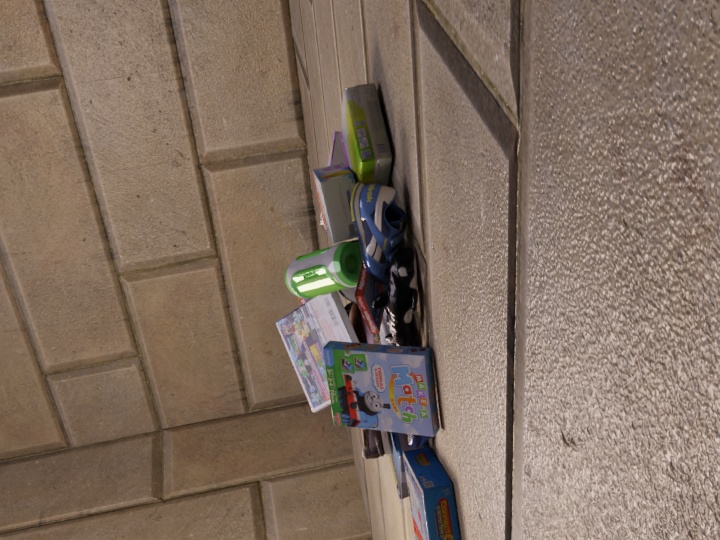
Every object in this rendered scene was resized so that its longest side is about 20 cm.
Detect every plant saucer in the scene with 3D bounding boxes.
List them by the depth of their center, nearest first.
[{"bbox_3d":[0.021,0.149,1.996,0.202,0.036,0.202,-90,-26,-50],"label":"plant saucer"}]

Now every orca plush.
[{"bbox_3d":[0.051,0.053,1.603,0.202,0.069,0.107,98,166,-46],"label":"orca plush"}]

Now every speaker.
[{"bbox_3d":[-0.063,0.001,1.741,0.199,0.087,0.090,-15,84,54],"label":"speaker"}]

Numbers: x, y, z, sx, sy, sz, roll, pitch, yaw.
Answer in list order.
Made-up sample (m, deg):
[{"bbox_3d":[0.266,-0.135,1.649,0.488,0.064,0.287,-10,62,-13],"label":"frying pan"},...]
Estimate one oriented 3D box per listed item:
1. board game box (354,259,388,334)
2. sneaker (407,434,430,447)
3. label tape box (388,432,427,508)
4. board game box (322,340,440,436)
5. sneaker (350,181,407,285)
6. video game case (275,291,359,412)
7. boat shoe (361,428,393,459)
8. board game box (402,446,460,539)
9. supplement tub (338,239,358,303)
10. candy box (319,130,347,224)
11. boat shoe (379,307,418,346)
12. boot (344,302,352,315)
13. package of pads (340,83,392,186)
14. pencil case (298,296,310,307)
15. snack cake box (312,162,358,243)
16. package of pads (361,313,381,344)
[{"bbox_3d":[0.029,0.002,1.673,0.104,0.019,0.203,65,-152,-43],"label":"board game box"},{"bbox_3d":[0.085,0.236,1.681,0.076,0.077,0.204,-110,12,-61],"label":"sneaker"},{"bbox_3d":[0.094,0.366,1.884,0.202,0.065,0.145,84,174,-47],"label":"label tape box"},{"bbox_3d":[0.036,0.204,1.615,0.037,0.196,0.154,-38,-56,-57],"label":"board game box"},{"bbox_3d":[0.042,-0.058,1.584,0.075,0.081,0.203,-71,-28,-48],"label":"sneaker"},{"bbox_3d":[-0.073,0.159,1.849,0.181,0.023,0.203,-32,78,40],"label":"video game case"},{"bbox_3d":[0.020,0.278,1.839,0.072,0.058,0.203,67,-170,-52],"label":"boat shoe"},{"bbox_3d":[0.132,0.449,1.679,0.200,0.055,0.200,-130,31,-79],"label":"board game box"},{"bbox_3d":[0.000,0.000,1.895,0.200,0.120,0.125,-131,32,-85],"label":"supplement tub"},{"bbox_3d":[-0.040,-0.192,2.017,0.200,0.070,0.172,134,144,-83],"label":"candy box"},{"bbox_3d":[0.061,0.073,1.726,0.068,0.071,0.203,-41,50,37],"label":"boat shoe"},{"bbox_3d":[-0.030,0.087,2.171,0.080,0.154,0.214,88,170,-55],"label":"boot"},{"bbox_3d":[0.010,-0.232,1.707,0.200,0.067,0.158,99,159,-71],"label":"package of pads"},{"bbox_3d":[-0.059,0.121,1.901,0.087,0.086,0.203,114,135,-80],"label":"pencil case"},{"bbox_3d":[-0.043,-0.131,1.766,0.200,0.066,0.117,-120,16,-75],"label":"snack cake box"},{"bbox_3d":[0.057,0.169,1.821,0.122,0.074,0.202,75,180,-46],"label":"package of pads"}]
